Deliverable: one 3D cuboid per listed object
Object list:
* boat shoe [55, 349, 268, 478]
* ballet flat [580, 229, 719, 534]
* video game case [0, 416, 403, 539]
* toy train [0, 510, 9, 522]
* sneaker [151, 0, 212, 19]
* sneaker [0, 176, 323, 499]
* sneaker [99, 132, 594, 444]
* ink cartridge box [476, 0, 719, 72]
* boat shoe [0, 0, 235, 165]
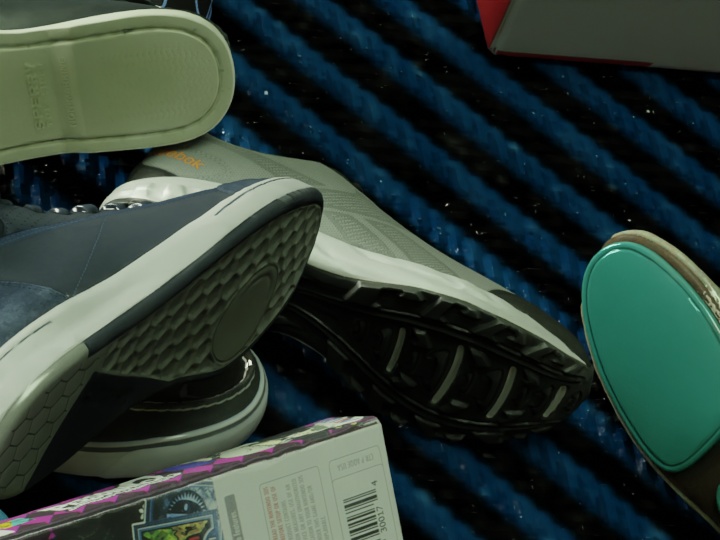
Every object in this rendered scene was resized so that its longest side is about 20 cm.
[{"bbox_3d":[-0.126,0.029,1.054,0.200,0.057,0.069,6,51,-16],"label":"boat shoe"},{"bbox_3d":[0.154,0.071,1.138,0.062,0.067,0.200,5,49,-54],"label":"ballet flat"},{"bbox_3d":[-0.053,0.163,0.908,0.181,0.036,0.200,-16,98,-35],"label":"video game case"},{"bbox_3d":[-0.192,0.055,0.932,0.200,0.116,0.085,50,61,-4],"label":"toy train"},{"bbox_3d":[-0.080,-0.185,1.186,0.070,0.078,0.200,1,78,-43],"label":"sneaker"},{"bbox_3d":[-0.115,-0.013,1.004,0.146,0.077,0.202,32,34,21],"label":"sneaker"},{"bbox_3d":[0.000,0.000,1.119,0.200,0.074,0.079,25,43,-1],"label":"sneaker"},{"bbox_3d":[0.119,-0.192,1.310,0.144,0.084,0.200,3,51,-18],"label":"ink cartridge box"},{"bbox_3d":[-0.148,-0.081,1.128,0.199,0.075,0.066,-6,18,0],"label":"boat shoe"}]
